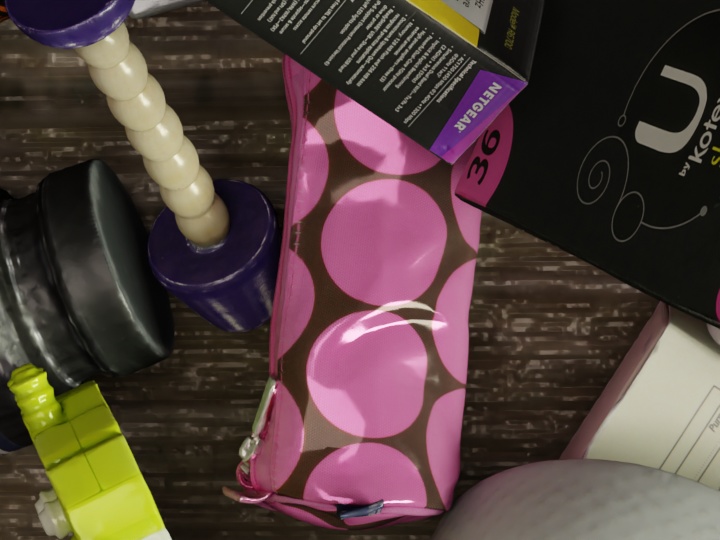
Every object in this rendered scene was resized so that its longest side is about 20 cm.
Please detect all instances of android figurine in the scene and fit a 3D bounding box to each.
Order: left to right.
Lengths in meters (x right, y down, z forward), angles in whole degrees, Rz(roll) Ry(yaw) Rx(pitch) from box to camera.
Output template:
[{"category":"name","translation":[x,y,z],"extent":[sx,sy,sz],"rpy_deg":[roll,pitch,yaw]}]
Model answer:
[{"category":"android figurine","translation":[-0.081,0.125,0.959],"extent":[0.041,0.182,0.201],"rpy_deg":[-26,96,-8]}]

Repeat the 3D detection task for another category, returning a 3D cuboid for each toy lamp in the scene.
[{"category":"toy lamp","translation":[-0.076,-0.046,0.991],"extent":[0.058,0.059,0.201],"rpy_deg":[-18,138,7]}]

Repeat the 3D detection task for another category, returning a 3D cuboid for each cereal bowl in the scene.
[{"category":"cereal bowl","translation":[0.101,0.174,0.997],"extent":[0.199,0.083,0.201],"rpy_deg":[16,134,18]}]

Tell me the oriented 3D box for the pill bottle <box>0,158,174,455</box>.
[{"category":"pill bottle","translation":[-0.182,0.029,1.036],"extent":[0.199,0.112,0.113],"rpy_deg":[-21,96,8]}]

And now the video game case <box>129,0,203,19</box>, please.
[{"category":"video game case","translation":[-0.034,-0.222,1.031],"extent":[0.181,0.022,0.202],"rpy_deg":[-15,97,7]}]

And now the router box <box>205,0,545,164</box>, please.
[{"category":"router box","translation":[0.000,-0.147,0.916],"extent":[0.149,0.201,0.051],"rpy_deg":[33,127,-15]}]

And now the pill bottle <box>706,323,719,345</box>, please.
[{"category":"pill bottle","translation":[0.226,-0.038,0.988],"extent":[0.111,0.111,0.201],"rpy_deg":[27,100,1]}]

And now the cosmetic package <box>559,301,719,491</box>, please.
[{"category":"cosmetic package","translation":[0.179,0.108,1.035],"extent":[0.199,0.071,0.106],"rpy_deg":[34,102,0]}]

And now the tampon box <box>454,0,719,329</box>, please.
[{"category":"tampon box","translation":[0.151,-0.051,0.879],"extent":[0.126,0.200,0.151],"rpy_deg":[23,93,-29]}]

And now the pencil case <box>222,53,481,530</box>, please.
[{"category":"pencil case","translation":[0.000,0.000,1.005],"extent":[0.093,0.091,0.202],"rpy_deg":[7,82,-17]}]

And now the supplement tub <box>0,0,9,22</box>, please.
[{"category":"supplement tub","translation":[-0.150,-0.157,0.986],"extent":[0.199,0.122,0.123],"rpy_deg":[-21,96,23]}]
